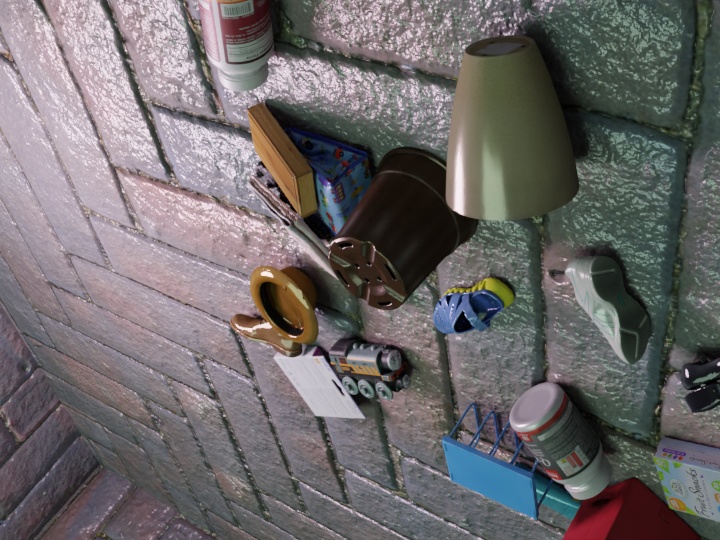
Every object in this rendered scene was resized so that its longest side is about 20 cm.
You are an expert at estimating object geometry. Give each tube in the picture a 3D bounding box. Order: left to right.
[{"bbox_3d":[0.396,0.467,1.935,0.197,0.051,0.078,30,151,10],"label":"tube"}]

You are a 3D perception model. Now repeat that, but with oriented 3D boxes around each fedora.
[{"bbox_3d":[-0.145,0.059,1.985,0.198,0.082,0.203,28,141,25],"label":"fedora"}]

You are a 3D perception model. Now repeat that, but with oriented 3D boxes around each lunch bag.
[{"bbox_3d":[-0.070,-0.157,1.650,0.199,0.094,0.152,31,151,36],"label":"lunch bag"}]

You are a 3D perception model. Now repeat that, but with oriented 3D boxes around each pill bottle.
[{"bbox_3d":[-0.194,-0.388,1.466,0.112,0.113,0.202,27,145,21],"label":"pill bottle"},{"bbox_3d":[0.370,0.314,1.707,0.201,0.116,0.115,51,147,-16],"label":"pill bottle"}]

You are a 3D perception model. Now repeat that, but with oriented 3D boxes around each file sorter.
[{"bbox_3d":[0.283,0.371,1.863,0.197,0.123,0.140,19,143,32],"label":"file sorter"}]

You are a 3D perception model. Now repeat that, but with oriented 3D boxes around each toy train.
[{"bbox_3d":[-0.122,-0.134,1.774,0.200,0.034,0.046,46,138,-8],"label":"toy train"},{"bbox_3d":[0.019,0.206,1.993,0.198,0.085,0.116,2,122,46],"label":"toy train"}]

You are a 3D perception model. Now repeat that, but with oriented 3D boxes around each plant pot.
[{"bbox_3d":[0.059,-0.058,1.513,0.198,0.199,0.202,27,145,21],"label":"plant pot"},{"bbox_3d":[0.194,-0.199,1.243,0.185,0.187,0.204,13,125,36],"label":"plant pot"}]

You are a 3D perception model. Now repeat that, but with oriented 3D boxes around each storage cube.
[{"bbox_3d":[0.502,0.536,1.775,0.200,0.180,0.171,43,148,-2],"label":"storage cube"}]

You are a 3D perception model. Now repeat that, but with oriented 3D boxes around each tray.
[{"bbox_3d":[-0.138,-0.193,1.630,0.201,0.036,0.100,53,160,36],"label":"tray"}]

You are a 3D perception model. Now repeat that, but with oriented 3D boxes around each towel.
[{"bbox_3d":[-0.117,-0.075,1.728,0.200,0.032,0.191,44,177,47],"label":"towel"}]

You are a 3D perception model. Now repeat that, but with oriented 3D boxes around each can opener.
[{"bbox_3d":[0.545,0.139,1.367,0.080,0.063,0.200,61,142,17],"label":"can opener"}]

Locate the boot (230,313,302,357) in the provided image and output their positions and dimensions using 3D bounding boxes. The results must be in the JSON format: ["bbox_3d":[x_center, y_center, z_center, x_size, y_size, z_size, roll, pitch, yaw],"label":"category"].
[{"bbox_3d":[-0.218,0.129,2.176,0.197,0.073,0.077,19,124,24],"label":"boot"}]

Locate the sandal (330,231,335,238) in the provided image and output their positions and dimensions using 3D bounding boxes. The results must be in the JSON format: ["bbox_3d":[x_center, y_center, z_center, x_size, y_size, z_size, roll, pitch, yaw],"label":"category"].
[{"bbox_3d":[-0.001,-0.001,1.779,0.202,0.057,0.079,52,147,-17],"label":"sandal"}]

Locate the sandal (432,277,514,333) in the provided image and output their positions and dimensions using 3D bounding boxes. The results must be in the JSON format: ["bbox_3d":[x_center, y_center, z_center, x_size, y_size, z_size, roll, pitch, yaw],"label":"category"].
[{"bbox_3d":[0.183,0.076,1.651,0.079,0.087,0.200,42,150,-7],"label":"sandal"}]

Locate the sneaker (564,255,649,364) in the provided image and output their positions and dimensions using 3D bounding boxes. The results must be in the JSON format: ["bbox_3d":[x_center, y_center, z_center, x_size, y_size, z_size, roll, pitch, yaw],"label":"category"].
[{"bbox_3d":[0.382,0.056,1.442,0.080,0.070,0.202,13,138,60],"label":"sneaker"}]

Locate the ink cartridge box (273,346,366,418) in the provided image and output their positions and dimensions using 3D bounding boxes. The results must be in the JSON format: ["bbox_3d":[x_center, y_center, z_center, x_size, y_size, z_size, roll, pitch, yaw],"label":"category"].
[{"bbox_3d":[-0.087,0.264,2.209,0.198,0.043,0.198,-7,123,48],"label":"ink cartridge box"}]

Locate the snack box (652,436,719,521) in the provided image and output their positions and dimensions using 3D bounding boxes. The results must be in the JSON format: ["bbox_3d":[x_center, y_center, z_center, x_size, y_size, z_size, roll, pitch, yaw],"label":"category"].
[{"bbox_3d":[0.607,0.363,1.573,0.197,0.053,0.144,8,134,42],"label":"snack box"}]
